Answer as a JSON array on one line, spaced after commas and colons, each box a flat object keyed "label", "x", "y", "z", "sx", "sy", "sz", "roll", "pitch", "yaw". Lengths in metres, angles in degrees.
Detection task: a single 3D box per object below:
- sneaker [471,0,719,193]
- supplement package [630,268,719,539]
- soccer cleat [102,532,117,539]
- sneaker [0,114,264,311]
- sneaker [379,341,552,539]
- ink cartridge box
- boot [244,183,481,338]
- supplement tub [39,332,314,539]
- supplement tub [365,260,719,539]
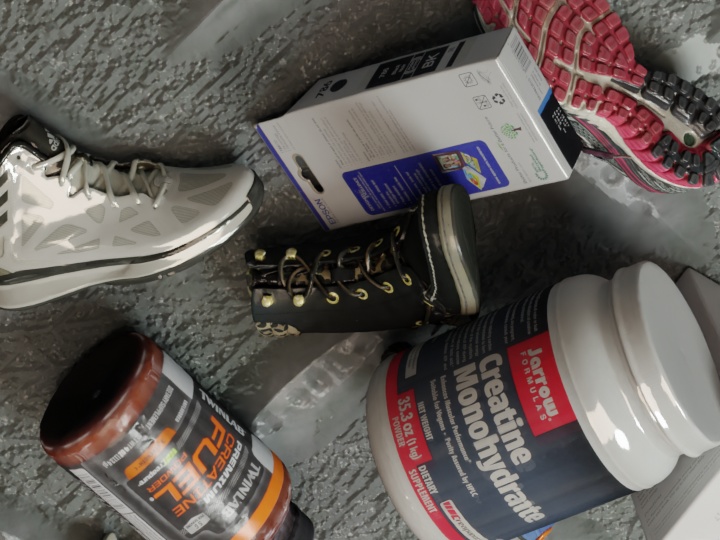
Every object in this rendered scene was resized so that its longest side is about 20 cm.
[{"label": "sneaker", "x": 0.147, "y": -0.114, "z": 1.303, "sx": 0.200, "sy": 0.075, "sz": 0.081, "roll": 41, "pitch": 67, "yaw": -13}, {"label": "supplement package", "x": 0.255, "y": 0.114, "z": 1.369, "sx": 0.119, "sy": 0.200, "sz": 0.122, "roll": 27, "pitch": 114, "yaw": -19}, {"label": "soccer cleat", "x": -0.103, "y": 0.235, "z": 1.479, "sx": 0.198, "sy": 0.070, "sz": 0.087, "roll": 5, "pitch": 120, "yaw": -8}, {"label": "sneaker", "x": -0.169, "y": -0.052, "z": 1.302, "sx": 0.199, "sy": 0.076, "sz": 0.116, "roll": -18, "pitch": 122, "yaw": 8}, {"label": "sneaker", "x": 0.087, "y": 0.109, "z": 1.434, "sx": 0.078, "sy": 0.075, "sz": 0.200, "roll": -43, "pitch": 122, "yaw": 5}, {"label": "ink cartridge box", "x": 0.035, "y": -0.088, "z": 1.293, "sx": 0.199, "sy": 0.039, "sz": 0.100, "roll": -11, "pitch": 126, "yaw": 36}, {"label": "boot", "x": 0.000, "y": 0.002, "z": 1.304, "sx": 0.152, "sy": 0.204, "sz": 0.074, "roll": -5, "pitch": 76, "yaw": 2}, {"label": "supplement tub", "x": -0.120, "y": 0.141, "z": 1.404, "sx": 0.107, "sy": 0.107, "sz": 0.200, "roll": -38, "pitch": 117, "yaw": 16}, {"label": "supplement tub", "x": 0.116, "y": 0.088, "z": 1.284, "sx": 0.199, "sy": 0.141, "sz": 0.141, "roll": -25, "pitch": 120, "yaw": 23}]
